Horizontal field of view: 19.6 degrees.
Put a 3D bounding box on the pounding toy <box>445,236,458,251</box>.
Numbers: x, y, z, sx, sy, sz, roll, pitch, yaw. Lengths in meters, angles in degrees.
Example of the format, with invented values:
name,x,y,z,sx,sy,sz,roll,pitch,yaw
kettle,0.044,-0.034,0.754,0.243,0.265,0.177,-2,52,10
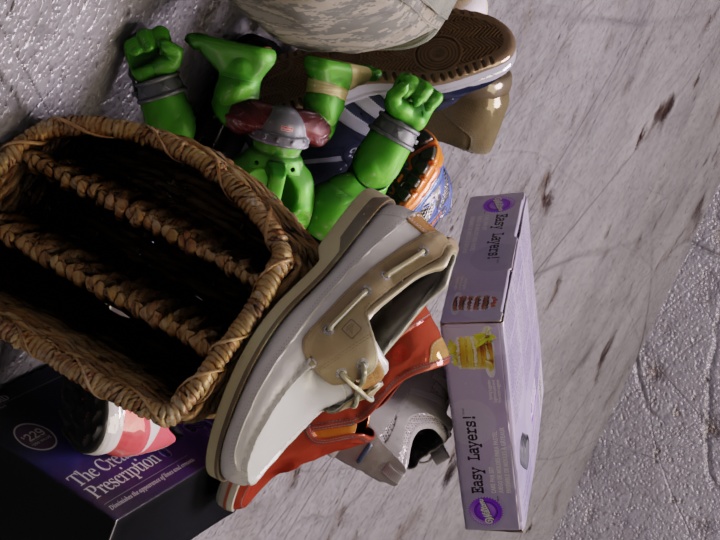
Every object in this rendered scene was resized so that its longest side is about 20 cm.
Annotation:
name,x,y,z,sx,sy,sz,roll,pitch,yaw
pounding toy,-0.024,0.015,1.583,0.185,0.199,0.142,-66,161,12

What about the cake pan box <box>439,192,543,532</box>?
name,x,y,z,sx,sy,sz,roll,pitch,yaw
cake pan box,0.103,0.064,1.567,0.200,0.052,0.185,-73,160,-57

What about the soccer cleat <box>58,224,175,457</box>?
name,x,y,z,sx,sy,sz,roll,pitch,yaw
soccer cleat,-0.150,0.021,1.367,0.073,0.068,0.201,7,84,-42

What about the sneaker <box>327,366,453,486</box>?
name,x,y,z,sx,sy,sz,roll,pitch,yaw
sneaker,0.035,0.113,1.532,0.075,0.082,0.200,-55,167,28

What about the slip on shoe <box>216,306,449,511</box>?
name,x,y,z,sx,sy,sz,roll,pitch,yaw
slip on shoe,-0.021,0.099,1.410,0.200,0.061,0.074,-42,177,11

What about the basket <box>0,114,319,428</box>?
name,x,y,z,sx,sy,sz,roll,pitch,yaw
basket,-0.134,-0.011,1.237,0.143,0.199,0.149,-63,162,8

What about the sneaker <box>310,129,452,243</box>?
name,x,y,z,sx,sy,sz,roll,pitch,yaw
sneaker,0.000,0.000,1.410,0.200,0.075,0.078,-51,141,-3

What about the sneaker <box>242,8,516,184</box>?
name,x,y,z,sx,sy,sz,roll,pitch,yaw
sneaker,0.015,-0.110,1.448,0.109,0.199,0.070,73,5,-50

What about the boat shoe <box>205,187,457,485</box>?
name,x,y,z,sx,sy,sz,roll,pitch,yaw
boat shoe,-0.016,0.045,1.211,0.201,0.068,0.075,-57,163,-18

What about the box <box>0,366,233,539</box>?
name,x,y,z,sx,sy,sz,roll,pitch,yaw
box,-0.178,0.132,1.423,0.200,0.141,0.079,-28,142,-61

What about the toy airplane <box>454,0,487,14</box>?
name,x,y,z,sx,sy,sz,roll,pitch,yaw
toy airplane,0.027,-0.211,1.486,0.199,0.141,0.200,-47,-176,22

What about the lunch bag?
name,x,y,z,sx,sy,sz,roll,pitch,yaw
lunch bag,-0.032,-0.213,1.283,0.140,0.167,0.200,-63,162,2

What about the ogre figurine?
name,x,y,z,sx,sy,sz,roll,pitch,yaw
ogre figurine,-0.058,-0.083,1.344,0.199,0.098,0.121,8,96,-29

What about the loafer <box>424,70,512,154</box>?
name,x,y,z,sx,sy,sz,roll,pitch,yaw
loafer,0.019,-0.120,1.520,0.076,0.199,0.068,-16,108,-49

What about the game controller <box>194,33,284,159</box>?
name,x,y,z,sx,sy,sz,roll,pitch,yaw
game controller,-0.109,-0.075,1.500,0.201,0.042,0.104,-64,177,6
